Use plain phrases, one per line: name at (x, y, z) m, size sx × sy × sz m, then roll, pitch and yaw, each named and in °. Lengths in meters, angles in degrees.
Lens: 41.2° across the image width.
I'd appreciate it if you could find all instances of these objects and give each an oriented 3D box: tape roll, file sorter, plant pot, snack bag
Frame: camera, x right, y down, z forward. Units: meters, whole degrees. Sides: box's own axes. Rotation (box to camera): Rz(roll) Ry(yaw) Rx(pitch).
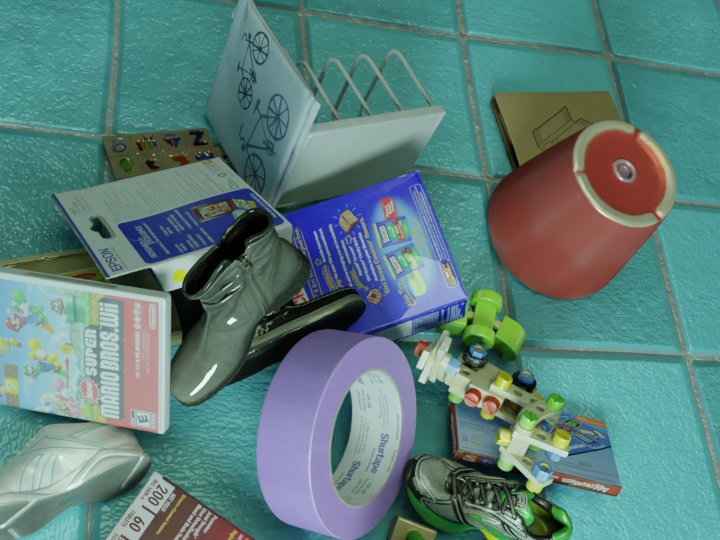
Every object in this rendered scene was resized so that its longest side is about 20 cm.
tape roll at (-0.019, 0.162, 0.962) m, size 0.065 × 0.201 × 0.201 m, roll 5°, pitch 49°, yaw 32°
file sorter at (-0.029, -0.180, 1.172) m, size 0.199 × 0.139 × 0.125 m, roll -15°, pitch 63°, yaw -33°
plant pot at (0.286, -0.085, 1.201) m, size 0.199 × 0.177 × 0.202 m, roll 7°, pitch 66°, yaw -16°
snack bag at (-0.121, -0.189, 1.110) m, size 0.021 × 0.189 × 0.201 m, roll -8°, pitch 52°, yaw -34°

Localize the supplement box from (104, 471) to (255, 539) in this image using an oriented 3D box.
supplement box at (-0.150, 0.298, 0.920) m, size 0.199 × 0.061 × 0.109 m, roll 34°, pitch 56°, yaw 1°

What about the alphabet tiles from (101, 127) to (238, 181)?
alphabet tiles at (-0.191, -0.107, 1.149) m, size 0.199 × 0.008 × 0.168 m, roll -9°, pitch 57°, yaw -28°

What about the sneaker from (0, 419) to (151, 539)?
sneaker at (-0.309, 0.199, 0.925) m, size 0.199 × 0.071 × 0.080 m, roll -18°, pitch 54°, yaw -30°

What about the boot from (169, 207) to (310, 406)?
boot at (-0.139, 0.033, 0.910) m, size 0.068 × 0.131 × 0.200 m, roll 38°, pitch 88°, yaw 25°

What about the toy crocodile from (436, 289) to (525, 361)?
toy crocodile at (0.105, 0.053, 1.150) m, size 0.199 × 0.062 × 0.068 m, roll 18°, pitch 58°, yaw -3°

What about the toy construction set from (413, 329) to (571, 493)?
toy construction set at (0.140, 0.142, 1.050) m, size 0.200 × 0.092 × 0.131 m, roll 39°, pitch 34°, yaw 4°

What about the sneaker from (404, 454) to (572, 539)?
sneaker at (0.137, 0.242, 1.022) m, size 0.199 × 0.085 × 0.078 m, roll 24°, pitch 53°, yaw -15°

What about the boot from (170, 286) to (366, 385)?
boot at (-0.110, 0.023, 1.018) m, size 0.203 × 0.074 × 0.154 m, roll -24°, pitch 65°, yaw 2°

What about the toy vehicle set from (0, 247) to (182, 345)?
toy vehicle set at (-0.296, 0.037, 1.036) m, size 0.199 × 0.027 × 0.125 m, roll -10°, pitch 65°, yaw -24°

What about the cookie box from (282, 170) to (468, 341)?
cookie box at (0.000, 0.000, 1.092) m, size 0.199 × 0.075 × 0.172 m, roll -18°, pitch 68°, yaw -3°

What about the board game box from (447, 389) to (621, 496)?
board game box at (0.198, 0.195, 1.100) m, size 0.199 × 0.020 × 0.103 m, roll 15°, pitch 37°, yaw -10°

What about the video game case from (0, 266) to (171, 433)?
video game case at (-0.280, 0.076, 0.927) m, size 0.199 × 0.144 × 0.017 m, roll 8°, pitch 20°, yaw 10°

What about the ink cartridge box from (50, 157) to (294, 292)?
ink cartridge box at (-0.201, -0.049, 1.016) m, size 0.199 × 0.047 × 0.198 m, roll -19°, pitch 37°, yaw -24°

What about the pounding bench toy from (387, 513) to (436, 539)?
pounding bench toy at (0.056, 0.318, 0.921) m, size 0.123 × 0.156 × 0.201 m, roll 15°, pitch 58°, yaw -10°

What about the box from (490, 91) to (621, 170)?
box at (0.296, -0.183, 1.364) m, size 0.199 × 0.021 × 0.164 m, roll -5°, pitch 65°, yaw -22°
